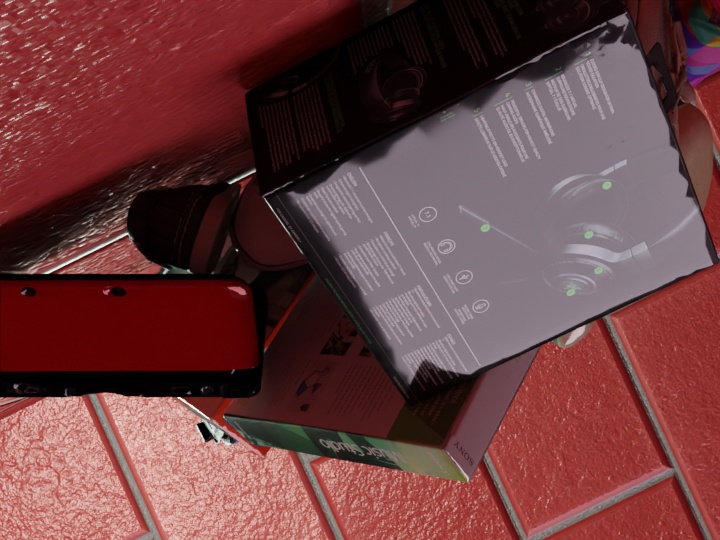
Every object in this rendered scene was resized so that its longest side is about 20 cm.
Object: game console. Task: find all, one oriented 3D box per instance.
[{"bbox_3d":[-0.159,0.013,0.755,0.197,0.120,0.173,1,-151,-2],"label":"game console"}]

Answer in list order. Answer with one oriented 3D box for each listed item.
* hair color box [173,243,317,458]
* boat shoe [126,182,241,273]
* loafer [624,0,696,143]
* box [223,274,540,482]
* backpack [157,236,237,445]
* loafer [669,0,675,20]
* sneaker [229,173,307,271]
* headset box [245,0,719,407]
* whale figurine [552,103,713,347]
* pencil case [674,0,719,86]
[{"bbox_3d":[-0.060,0.023,0.896,0.110,0.064,0.201,20,-107,50],"label":"hair color box"},{"bbox_3d":[-0.121,-0.034,0.840,0.062,0.074,0.200,18,-179,-5],"label":"boat shoe"},{"bbox_3d":[0.184,-0.095,0.778,0.062,0.203,0.072,6,-176,3],"label":"loafer"},{"bbox_3d":[0.019,0.049,0.748,0.199,0.036,0.145,-1,-131,49],"label":"box"},{"bbox_3d":[-0.100,0.040,1.134,0.146,0.184,0.200,-35,177,-36],"label":"backpack"},{"bbox_3d":[0.194,-0.169,0.920,0.069,0.069,0.201,9,170,6],"label":"loafer"},{"bbox_3d":[0.001,-0.080,0.775,0.200,0.073,0.114,-39,179,-13],"label":"sneaker"},{"bbox_3d":[0.070,-0.051,0.623,0.198,0.175,0.093,-26,-139,11],"label":"headset box"},{"bbox_3d":[0.178,-0.043,0.900,0.201,0.103,0.160,-52,147,-19],"label":"whale figurine"},{"bbox_3d":[0.275,-0.197,0.970,0.087,0.089,0.200,-25,-179,-8],"label":"pencil case"}]
